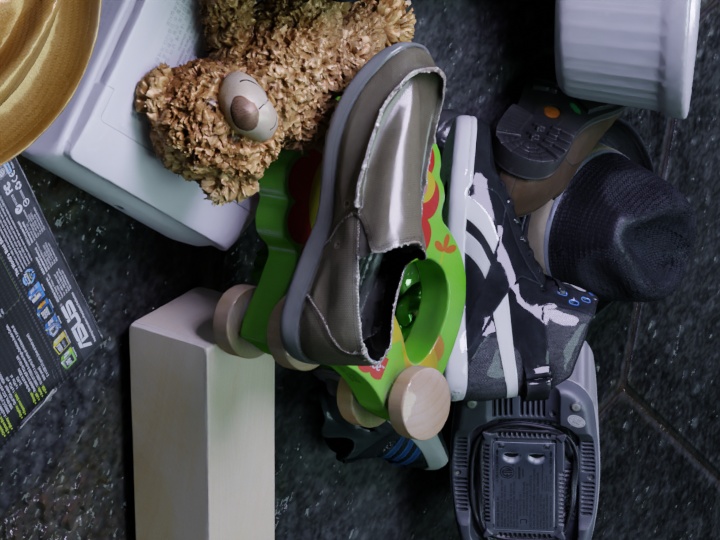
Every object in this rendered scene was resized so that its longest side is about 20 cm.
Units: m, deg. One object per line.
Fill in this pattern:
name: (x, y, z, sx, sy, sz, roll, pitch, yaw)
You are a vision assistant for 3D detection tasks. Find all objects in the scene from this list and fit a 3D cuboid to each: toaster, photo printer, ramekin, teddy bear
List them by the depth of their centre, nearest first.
teddy bear: (-0.038, -0.126, 1.214, 0.200, 0.067, 0.145, -28, 122, -40)
photo printer: (-0.107, -0.109, 1.257, 0.200, 0.069, 0.166, 30, 81, -55)
ramekin: (0.202, -0.215, 1.541, 0.200, 0.098, 0.201, 5, 90, -80)
toaster: (0.131, 0.138, 1.622, 0.129, 0.114, 0.200, -72, 161, -62)

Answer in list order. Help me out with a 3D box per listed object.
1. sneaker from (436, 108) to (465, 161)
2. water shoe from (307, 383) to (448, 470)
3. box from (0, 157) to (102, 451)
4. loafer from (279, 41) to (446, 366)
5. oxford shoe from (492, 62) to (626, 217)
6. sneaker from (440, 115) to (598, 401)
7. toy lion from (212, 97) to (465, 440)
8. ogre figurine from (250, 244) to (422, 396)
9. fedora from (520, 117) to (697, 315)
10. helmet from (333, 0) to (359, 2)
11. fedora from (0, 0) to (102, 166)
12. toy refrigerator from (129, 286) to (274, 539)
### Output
sneaker: (0.089, -0.013, 1.523, 0.076, 0.116, 0.200, -19, 121, -48)
water shoe: (0.011, 0.107, 1.528, 0.200, 0.079, 0.072, 58, 14, -67)
box: (-0.247, 0.032, 1.157, 0.193, 0.048, 0.200, -47, 139, -26)
loafer: (0.016, -0.033, 1.216, 0.075, 0.070, 0.200, 2, 107, -53)
oxford shoe: (0.147, -0.103, 1.606, 0.200, 0.073, 0.084, -40, 153, -47)
sneaker: (0.111, -0.006, 1.453, 0.073, 0.112, 0.200, 128, -36, -80)
toy lion: (0.002, -0.012, 1.327, 0.200, 0.069, 0.192, 34, 73, -43)
ogre figurine: (0.000, 0.000, 1.434, 0.200, 0.098, 0.120, -69, 147, -63)
fedora: (0.212, -0.031, 1.697, 0.201, 0.092, 0.201, -27, 125, -45)
helmet: (0.001, -0.267, 1.133, 0.200, 0.200, 0.191, -9, 69, -51)
fedora: (-0.215, -0.125, 1.044, 0.201, 0.082, 0.201, -8, 107, -26)
toy refrigerator: (-0.105, 0.119, 1.369, 0.076, 0.070, 0.200, -32, 130, -50)
